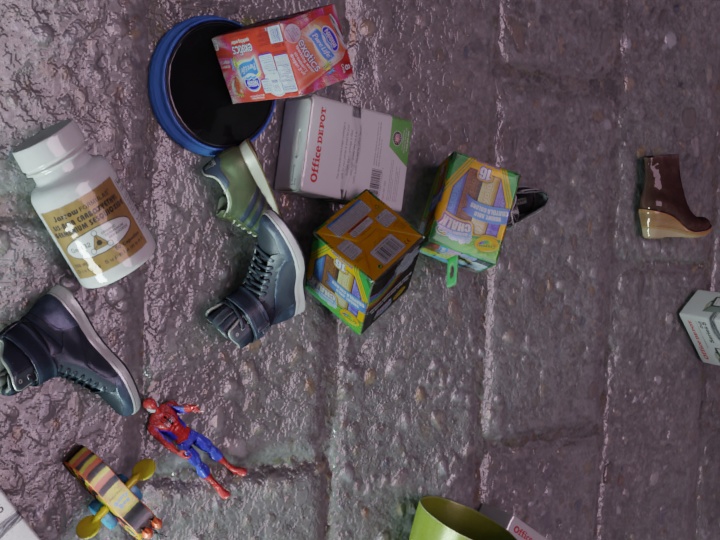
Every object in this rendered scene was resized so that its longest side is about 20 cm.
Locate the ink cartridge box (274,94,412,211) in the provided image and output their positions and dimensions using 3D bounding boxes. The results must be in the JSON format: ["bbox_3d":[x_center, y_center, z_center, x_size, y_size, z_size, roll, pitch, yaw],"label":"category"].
[{"bbox_3d":[-0.026,-0.178,1.634,0.199,0.084,0.148,10,87,-36],"label":"ink cartridge box"}]

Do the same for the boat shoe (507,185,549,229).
[{"bbox_3d":[0.251,-0.105,1.855,0.198,0.068,0.074,-13,101,-35],"label":"boat shoe"}]

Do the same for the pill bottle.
[{"bbox_3d":[-0.361,-0.088,1.373,0.114,0.114,0.201,-38,114,-28],"label":"pill bottle"}]

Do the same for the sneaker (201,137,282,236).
[{"bbox_3d":[-0.169,-0.094,1.554,0.089,0.067,0.201,-23,125,-3],"label":"sneaker"}]

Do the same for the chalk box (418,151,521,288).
[{"bbox_3d":[0.167,-0.073,1.739,0.123,0.124,0.202,19,80,-8],"label":"chalk box"}]

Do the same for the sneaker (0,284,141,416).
[{"bbox_3d":[-0.391,0.142,1.382,0.146,0.077,0.203,-46,109,-37],"label":"sneaker"}]

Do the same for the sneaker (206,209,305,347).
[{"bbox_3d":[-0.154,0.021,1.514,0.146,0.077,0.204,-30,139,-25],"label":"sneaker"}]

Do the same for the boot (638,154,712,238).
[{"bbox_3d":[0.646,-0.151,2.143,0.198,0.072,0.168,-3,97,-33],"label":"boot"}]

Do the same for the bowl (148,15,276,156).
[{"bbox_3d":[-0.208,-0.266,1.521,0.199,0.039,0.203,-3,95,-36],"label":"bowl"}]

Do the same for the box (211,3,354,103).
[{"bbox_3d":[-0.109,-0.293,1.444,0.095,0.199,0.101,-26,108,-30],"label":"box"}]

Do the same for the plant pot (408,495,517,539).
[{"bbox_3d":[0.145,0.514,1.774,0.186,0.187,0.202,20,96,-36],"label":"plant pot"}]

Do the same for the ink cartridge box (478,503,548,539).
[{"bbox_3d":[0.247,0.544,1.890,0.145,0.084,0.201,38,71,-33],"label":"ink cartridge box"}]

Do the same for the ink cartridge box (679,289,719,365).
[{"bbox_3d":[0.782,0.128,2.178,0.084,0.199,0.146,-44,117,-23],"label":"ink cartridge box"}]

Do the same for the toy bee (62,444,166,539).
[{"bbox_3d":[-0.314,0.320,1.443,0.199,0.108,0.132,35,72,-33],"label":"toy bee"}]

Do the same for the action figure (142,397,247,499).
[{"bbox_3d":[-0.231,0.250,1.509,0.200,0.099,0.065,49,65,-26],"label":"action figure"}]

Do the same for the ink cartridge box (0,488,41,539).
[{"bbox_3d":[-0.489,0.356,1.329,0.145,0.084,0.201,-42,116,-27],"label":"ink cartridge box"}]

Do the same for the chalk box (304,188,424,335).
[{"bbox_3d":[0.000,0.000,1.621,0.124,0.201,0.125,40,60,16],"label":"chalk box"}]
